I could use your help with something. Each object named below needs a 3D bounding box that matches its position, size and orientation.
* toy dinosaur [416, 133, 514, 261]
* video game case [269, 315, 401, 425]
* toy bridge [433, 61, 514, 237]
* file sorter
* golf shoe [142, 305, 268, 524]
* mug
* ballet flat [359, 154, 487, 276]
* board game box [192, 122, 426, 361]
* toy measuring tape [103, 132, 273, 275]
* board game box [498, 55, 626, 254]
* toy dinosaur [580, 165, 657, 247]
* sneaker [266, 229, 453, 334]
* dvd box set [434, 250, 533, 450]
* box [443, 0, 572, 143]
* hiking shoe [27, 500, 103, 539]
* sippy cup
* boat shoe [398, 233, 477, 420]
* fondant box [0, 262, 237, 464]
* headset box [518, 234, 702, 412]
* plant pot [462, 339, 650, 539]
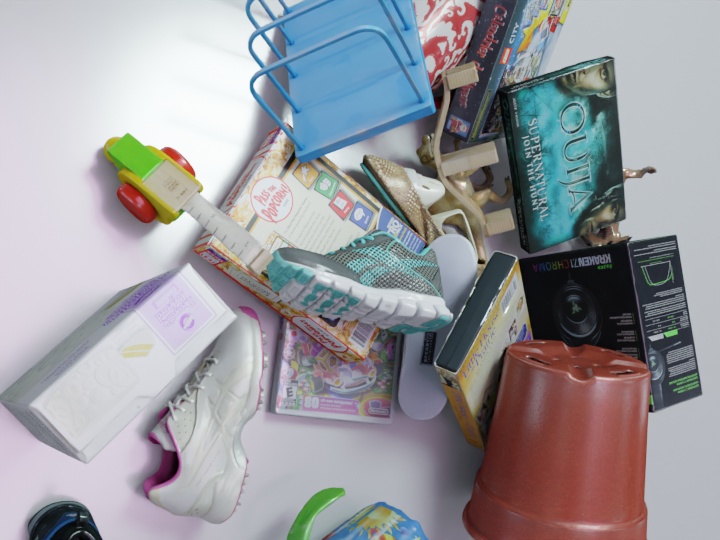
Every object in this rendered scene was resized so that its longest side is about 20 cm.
[{"bbox_3d":[0.128,-0.085,0.913,0.101,0.058,0.201,-34,111,-12],"label":"toy dinosaur"},{"bbox_3d":[-0.018,0.057,0.818,0.142,0.018,0.202,12,78,-29],"label":"video game case"},{"bbox_3d":[0.117,-0.122,0.842,0.027,0.067,0.201,-85,158,-59],"label":"toy bridge"},{"bbox_3d":[-0.028,-0.233,0.713,0.123,0.138,0.201,47,30,-54],"label":"file sorter"},{"bbox_3d":[-0.141,0.127,0.706,0.091,0.075,0.201,15,76,-25],"label":"golf shoe"},{"bbox_3d":[0.083,-0.256,0.853,0.178,0.133,0.200,44,68,-17],"label":"mug"},{"bbox_3d":[0.077,-0.061,0.857,0.065,0.071,0.200,-34,113,8],"label":"ballet flat"},{"bbox_3d":[-0.044,-0.025,0.774,0.200,0.046,0.152,39,66,-22],"label":"board game box"},{"bbox_3d":[-0.157,-0.055,0.694,0.200,0.074,0.074,38,63,13],"label":"toy measuring tape"},{"bbox_3d":[0.238,-0.131,0.888,0.134,0.028,0.201,-20,118,-9],"label":"board game box"},{"bbox_3d":[0.290,-0.091,0.988,0.199,0.086,0.136,26,79,-20],"label":"toy dinosaur"},{"bbox_3d":[0.000,0.000,0.740,0.199,0.077,0.092,16,62,-32],"label":"sneaker"},{"bbox_3d":[0.142,0.093,0.840,0.147,0.029,0.200,-59,149,-22],"label":"dvd box set"},{"bbox_3d":[0.172,-0.248,0.869,0.136,0.038,0.201,-17,132,-50],"label":"box"},{"bbox_3d":[-0.237,0.293,0.619,0.074,0.087,0.202,-6,87,-31],"label":"hiking shoe"},{"bbox_3d":[0.004,0.302,0.747,0.130,0.139,0.179,-36,142,-40],"label":"sippy cup"},{"bbox_3d":[0.078,0.059,0.836,0.073,0.065,0.201,16,92,3],"label":"boat shoe"},{"bbox_3d":[-0.198,0.071,0.602,0.144,0.200,0.058,-46,108,-27],"label":"fondant box"},{"bbox_3d":[0.293,0.071,0.914,0.092,0.174,0.202,-9,90,-32],"label":"headset box"},{"bbox_3d":[0.217,0.185,0.813,0.200,0.200,0.197,0,100,-31],"label":"plant pot"}]
